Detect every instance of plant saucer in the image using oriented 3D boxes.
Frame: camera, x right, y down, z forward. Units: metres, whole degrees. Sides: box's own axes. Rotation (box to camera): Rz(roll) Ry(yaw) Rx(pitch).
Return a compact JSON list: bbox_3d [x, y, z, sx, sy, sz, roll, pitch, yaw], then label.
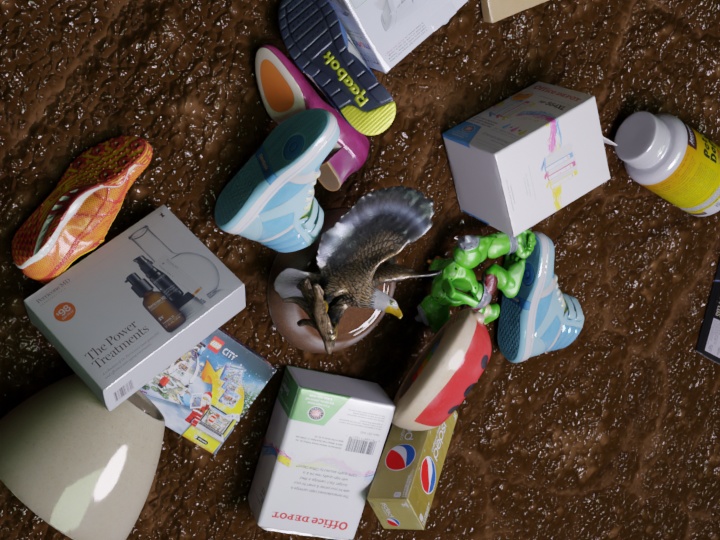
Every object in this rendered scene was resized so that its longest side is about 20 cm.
[{"bbox_3d":[-0.027,0.021,1.424,0.197,0.037,0.204,-11,113,-27],"label":"plant saucer"}]

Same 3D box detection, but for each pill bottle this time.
[{"bbox_3d":[0.470,-0.163,1.609,0.198,0.109,0.111,22,96,-35],"label":"pill bottle"}]

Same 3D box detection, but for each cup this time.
[{"bbox_3d":[-0.304,0.195,1.218,0.144,0.200,0.200,-50,125,-2],"label":"cup"}]

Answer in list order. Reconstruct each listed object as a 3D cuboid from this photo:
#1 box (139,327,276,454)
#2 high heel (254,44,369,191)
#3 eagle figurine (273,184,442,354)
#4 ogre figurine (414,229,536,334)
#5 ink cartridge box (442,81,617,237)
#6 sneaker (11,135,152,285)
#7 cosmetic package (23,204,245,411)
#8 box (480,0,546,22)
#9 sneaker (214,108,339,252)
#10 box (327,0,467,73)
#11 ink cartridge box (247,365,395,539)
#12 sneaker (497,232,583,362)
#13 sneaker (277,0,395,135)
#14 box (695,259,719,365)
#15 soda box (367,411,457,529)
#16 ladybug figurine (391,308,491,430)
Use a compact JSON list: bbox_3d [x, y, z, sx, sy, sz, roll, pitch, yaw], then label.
[{"bbox_3d":[-0.218,0.126,1.346,0.199,0.038,0.137,39,86,-35],"label":"box"},{"bbox_3d":[-0.055,-0.203,1.319,0.201,0.067,0.096,55,46,-20],"label":"high heel"},{"bbox_3d":[0.006,0.005,1.339,0.151,0.151,0.200,47,62,-10],"label":"eagle figurine"},{"bbox_3d":[0.154,0.022,1.491,0.118,0.099,0.200,17,132,-34],"label":"ogre figurine"},{"bbox_3d":[0.235,-0.161,1.457,0.198,0.128,0.127,-30,121,-19],"label":"ink cartridge box"},{"bbox_3d":[-0.307,-0.071,1.211,0.200,0.073,0.077,-46,145,-3],"label":"sneaker"},{"bbox_3d":[-0.250,0.037,1.205,0.199,0.150,0.052,-38,155,-26],"label":"cosmetic package"},{"bbox_3d":[0.213,-0.445,1.399,0.162,0.021,0.203,-25,120,-21],"label":"box"},{"bbox_3d":[-0.071,-0.102,1.304,0.199,0.080,0.130,-39,134,25],"label":"sneaker"},{"bbox_3d":[0.042,-0.371,1.278,0.200,0.096,0.177,-43,125,-10],"label":"box"},{"bbox_3d":[-0.055,0.247,1.449,0.142,0.084,0.204,13,102,-22],"label":"ink cartridge box"},{"bbox_3d":[0.277,0.033,1.580,0.128,0.080,0.203,-7,121,-27],"label":"sneaker"},{"bbox_3d":[-0.031,-0.243,1.279,0.073,0.082,0.202,-33,89,5],"label":"sneaker"},{"bbox_3d":[0.680,0.059,1.836,0.161,0.086,0.204,1,108,-32],"label":"box"},{"bbox_3d":[0.075,0.256,1.491,0.068,0.063,0.202,62,34,-35],"label":"soda box"},{"bbox_3d":[0.113,0.139,1.436,0.071,0.136,0.201,33,117,-2],"label":"ladybug figurine"}]
